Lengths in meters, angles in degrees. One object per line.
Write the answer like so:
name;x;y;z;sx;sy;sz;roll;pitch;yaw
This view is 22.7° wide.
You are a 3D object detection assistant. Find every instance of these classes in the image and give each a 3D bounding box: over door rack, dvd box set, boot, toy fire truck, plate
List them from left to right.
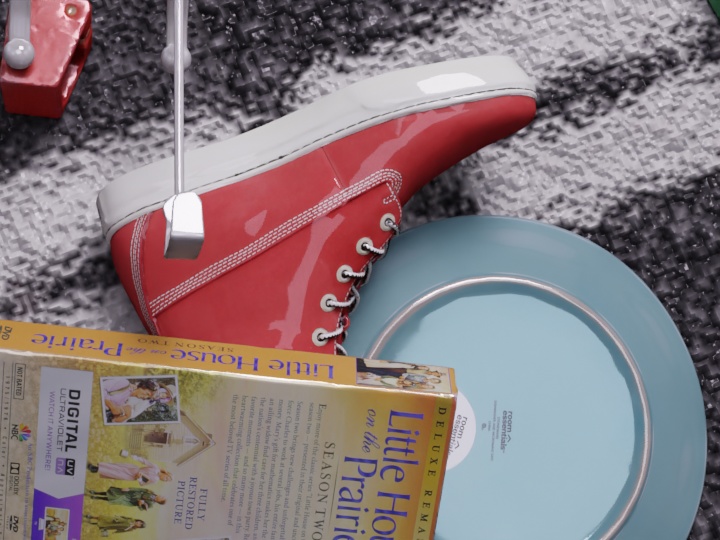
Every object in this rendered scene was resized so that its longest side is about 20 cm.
toy fire truck;-0.180;-0.179;0.809;0.140;0.049;0.202;9;77;-5
over door rack;-0.140;-0.084;0.726;0.146;0.067;0.201;1;57;-9
dvd box set;-0.068;0.097;0.737;0.198;0.029;0.147;6;116;-4
boot;0.000;0.000;0.775;0.199;0.072;0.145;-22;78;3
plate;0.061;0.071;0.799;0.198;0.026;0.202;1;80;-6

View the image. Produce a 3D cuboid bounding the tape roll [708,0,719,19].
tape roll;0.256;-0.177;0.857;0.199;0.048;0.202;1;78;-6
